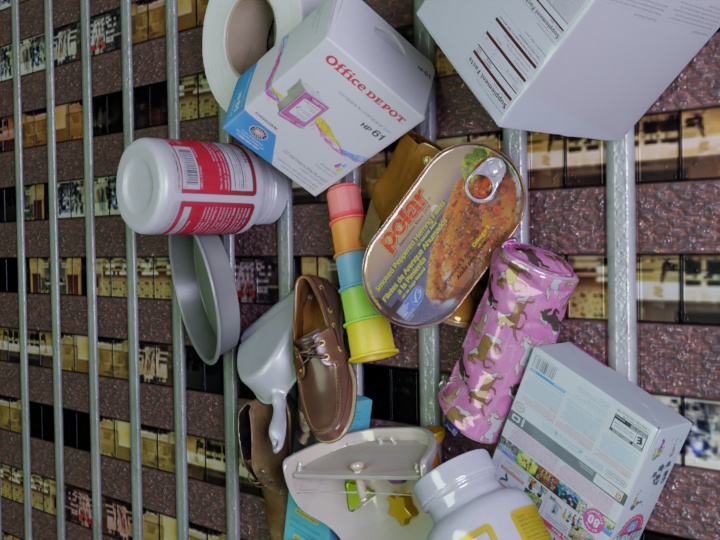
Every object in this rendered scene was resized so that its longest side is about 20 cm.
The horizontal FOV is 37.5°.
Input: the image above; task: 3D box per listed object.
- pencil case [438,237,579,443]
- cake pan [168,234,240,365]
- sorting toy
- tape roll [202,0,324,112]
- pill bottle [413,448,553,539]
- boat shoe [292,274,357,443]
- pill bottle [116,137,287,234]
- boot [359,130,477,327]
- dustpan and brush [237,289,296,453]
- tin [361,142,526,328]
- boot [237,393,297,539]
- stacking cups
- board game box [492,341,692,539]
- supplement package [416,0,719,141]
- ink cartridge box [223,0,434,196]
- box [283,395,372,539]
[{"bbox_3d":[0.143,0.070,1.042,0.203,0.085,0.083,-70,26,21],"label":"pencil case"},{"bbox_3d":[-0.206,0.022,1.395,0.200,0.036,0.204,45,142,51],"label":"cake pan"},{"bbox_3d":[0.037,0.272,1.159,0.198,0.106,0.183,-7,101,39],"label":"sorting toy"},{"bbox_3d":[-0.110,-0.285,1.303,0.200,0.070,0.207,2,93,47],"label":"tape roll"},{"bbox_3d":[0.126,0.271,0.958,0.112,0.111,0.202,-46,61,37],"label":"pill bottle"},{"bbox_3d":[-0.051,0.097,1.213,0.071,0.067,0.203,-20,57,23],"label":"boat shoe"},{"bbox_3d":[-0.190,-0.101,1.301,0.111,0.198,0.115,1,92,46],"label":"pill bottle"},{"bbox_3d":[0.078,-0.050,1.114,0.201,0.070,0.146,46,122,38],"label":"boot"},{"bbox_3d":[-0.103,0.130,1.289,0.139,0.057,0.202,-38,28,33],"label":"dustpan and brush"},{"bbox_3d":[0.083,-0.034,1.062,0.111,0.042,0.201,38,89,5],"label":"tin"},{"bbox_3d":[-0.116,0.260,1.330,0.073,0.075,0.204,-10,86,44],"label":"boot"},{"bbox_3d":[0.000,0.000,1.210,0.060,0.060,0.204,-19,76,45],"label":"stacking cups"},{"bbox_3d":[0.201,0.193,0.999,0.147,0.064,0.203,36,116,39],"label":"board game box"},{"bbox_3d":[0.193,-0.238,0.896,0.201,0.189,0.148,-52,56,33],"label":"supplement package"},{"bbox_3d":[-0.036,-0.190,1.164,0.199,0.144,0.086,-31,34,42],"label":"ink cartridge box"},{"bbox_3d":[-0.041,0.243,1.267,0.082,0.049,0.204,16,103,45],"label":"box"}]
